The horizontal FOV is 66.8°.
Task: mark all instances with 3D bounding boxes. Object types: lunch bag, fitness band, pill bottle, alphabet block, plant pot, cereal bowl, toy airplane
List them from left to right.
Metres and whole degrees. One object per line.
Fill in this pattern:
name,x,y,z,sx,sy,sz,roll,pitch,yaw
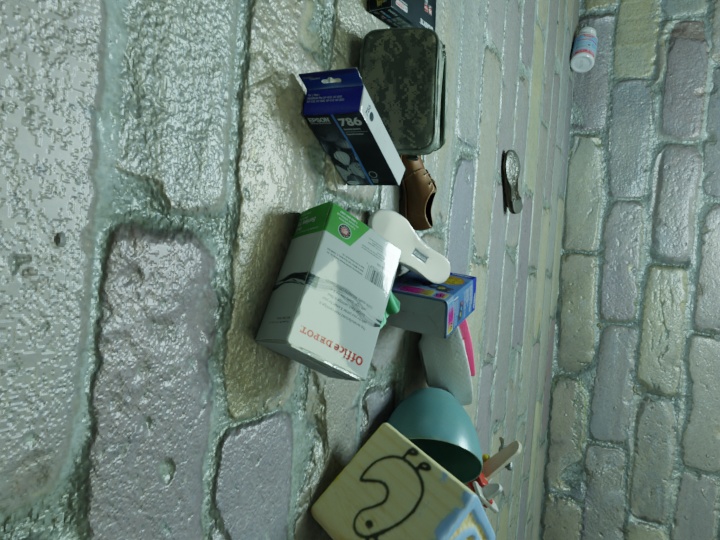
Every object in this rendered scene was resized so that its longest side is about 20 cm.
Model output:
alphabet block,0.073,0.410,0.879,0.195,0.199,0.198,-44,135,-21
lunch bag,0.078,-0.292,0.918,0.168,0.137,0.204,-29,121,-74
plant pot,0.137,0.310,1.058,0.136,0.197,0.201,-78,153,-42
cereal bowl,0.172,0.191,1.157,0.200,0.082,0.203,166,-90,-90
fitness band,0.226,0.163,1.264,0.144,0.037,0.203,-102,-179,-61
toy airplane,0.284,0.493,1.321,0.141,0.198,0.202,40,60,-41
pill bottle,1.051,-1.039,2.563,0.109,0.107,0.203,51,51,-51

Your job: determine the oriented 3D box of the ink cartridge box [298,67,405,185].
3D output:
ink cartridge box,-0.013,-0.199,0.793,0.200,0.098,0.040,54,51,-48

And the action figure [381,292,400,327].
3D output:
action figure,0.000,0.000,0.891,0.118,0.054,0.202,-47,126,-46

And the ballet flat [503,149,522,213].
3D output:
ballet flat,0.468,-0.275,1.704,0.067,0.046,0.203,-22,111,-23

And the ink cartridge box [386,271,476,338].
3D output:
ink cartridge box,0.142,0.052,1.068,0.199,0.135,0.078,-24,120,-57

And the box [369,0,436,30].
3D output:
box,0.080,-0.514,0.966,0.199,0.045,0.162,-10,102,-60

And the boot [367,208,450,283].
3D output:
boot,0.075,-0.045,1.014,0.199,0.090,0.073,40,84,-27

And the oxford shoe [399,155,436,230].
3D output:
oxford shoe,0.115,-0.177,1.055,0.071,0.070,0.203,-27,116,-54

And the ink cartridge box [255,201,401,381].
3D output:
ink cartridge box,-0.039,0.033,0.754,0.146,0.082,0.203,33,64,-33
